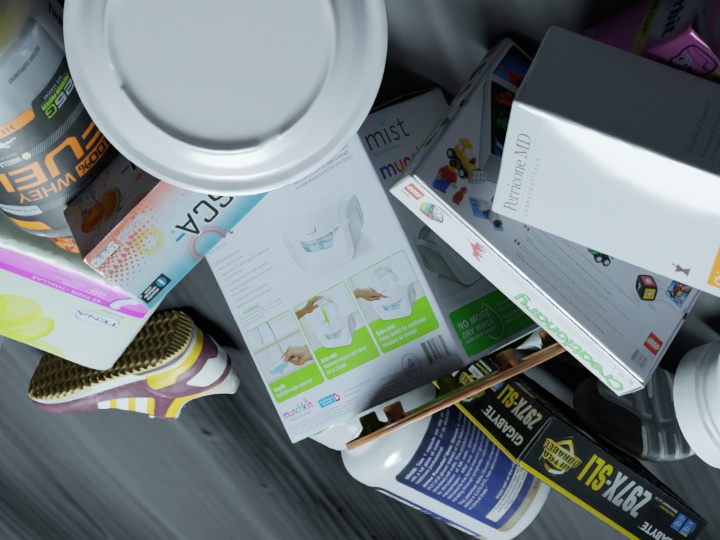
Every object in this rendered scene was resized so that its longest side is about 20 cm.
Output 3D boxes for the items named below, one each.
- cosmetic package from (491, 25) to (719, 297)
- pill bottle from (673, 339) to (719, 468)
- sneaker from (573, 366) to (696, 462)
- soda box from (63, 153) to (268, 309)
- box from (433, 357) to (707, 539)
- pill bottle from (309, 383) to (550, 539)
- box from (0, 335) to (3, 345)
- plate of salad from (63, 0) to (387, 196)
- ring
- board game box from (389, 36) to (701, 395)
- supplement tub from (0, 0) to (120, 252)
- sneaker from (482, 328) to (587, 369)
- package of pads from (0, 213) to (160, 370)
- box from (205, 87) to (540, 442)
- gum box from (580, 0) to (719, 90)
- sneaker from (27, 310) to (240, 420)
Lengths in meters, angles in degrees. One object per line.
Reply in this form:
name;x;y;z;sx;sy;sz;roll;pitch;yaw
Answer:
cosmetic package;0.184;-0.054;1.161;0.198;0.072;0.102;21;143;11
pill bottle;0.329;0.075;1.434;0.115;0.117;0.199;31;145;-29
sneaker;0.221;0.120;1.558;0.199;0.076;0.115;9;164;-33
soda box;-0.097;-0.073;1.294;0.200;0.064;0.068;-43;128;10
box;0.155;0.134;1.529;0.200;0.050;0.160;35;-177;-36
pill bottle;0.054;0.137;1.643;0.199;0.112;0.111;28;146;-25
box;-0.416;0.066;1.682;0.198;0.129;0.109;-4;146;25
plate of salad;-0.081;-0.146;1.209;0.198;0.048;0.202;2;104;7
ring;0.078;0.071;1.338;0.199;0.019;0.200;-26;176;-2
board game box;0.128;-0.034;1.259;0.200;0.127;0.035;42;152;-9
supplement tub;-0.218;-0.105;1.331;0.122;0.123;0.200;-4;146;26
sneaker;0.119;0.022;1.489;0.199;0.076;0.115;3;-167;-24
package of pads;-0.258;-0.002;1.569;0.199;0.069;0.155;22;148;-15
box;0.000;0.000;1.363;0.200;0.096;0.178;-29;86;48
gum box;0.228;-0.078;1.222;0.200;0.066;0.113;45;140;-21
sneaker;-0.196;0.098;1.705;0.199;0.075;0.090;-12;136;37
